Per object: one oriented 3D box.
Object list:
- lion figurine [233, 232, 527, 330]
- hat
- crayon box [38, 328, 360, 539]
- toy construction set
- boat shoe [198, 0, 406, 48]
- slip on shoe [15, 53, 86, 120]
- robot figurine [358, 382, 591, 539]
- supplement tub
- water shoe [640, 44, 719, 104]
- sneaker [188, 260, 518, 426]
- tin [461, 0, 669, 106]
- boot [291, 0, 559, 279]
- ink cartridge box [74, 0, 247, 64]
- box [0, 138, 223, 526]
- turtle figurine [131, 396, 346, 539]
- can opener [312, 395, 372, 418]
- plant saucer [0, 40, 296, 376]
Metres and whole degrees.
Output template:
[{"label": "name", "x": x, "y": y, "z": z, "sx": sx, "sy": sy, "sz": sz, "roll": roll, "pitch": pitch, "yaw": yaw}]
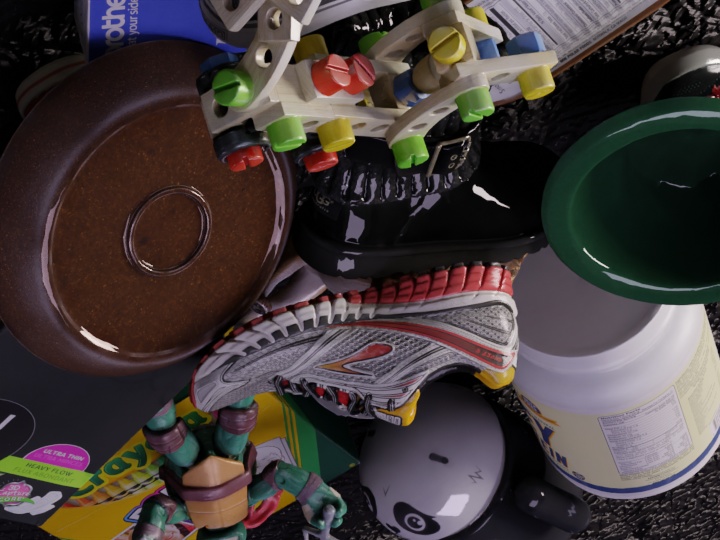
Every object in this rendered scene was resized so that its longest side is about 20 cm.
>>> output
[{"label": "lion figurine", "x": 0.000, "y": 0.000, "z": 1.331, "sx": 0.123, "sy": 0.199, "sz": 0.073, "roll": -54, "pitch": 144, "yaw": -26}, {"label": "hat", "x": 0.203, "y": -0.094, "z": 1.306, "sx": 0.199, "sy": 0.177, "sz": 0.166, "roll": 19, "pitch": 133, "yaw": -20}, {"label": "crayon box", "x": -0.129, "y": 0.132, "z": 1.489, "sx": 0.199, "sy": 0.059, "sz": 0.172, "roll": -31, "pitch": 142, "yaw": 15}, {"label": "toy construction set", "x": -0.006, "y": -0.104, "z": 1.043, "sx": 0.131, "sy": 0.093, "sz": 0.199, "roll": -25, "pitch": 152, "yaw": 34}, {"label": "boat shoe", "x": 0.002, "y": -0.183, "z": 1.102, "sx": 0.199, "sy": 0.070, "sz": 0.066, "roll": -24, "pitch": 149, "yaw": -24}, {"label": "slip on shoe", "x": -0.118, "y": -0.070, "z": 1.233, "sx": 0.074, "sy": 0.062, "sz": 0.199, "roll": -35, "pitch": 140, "yaw": 23}, {"label": "robot figurine", "x": 0.085, "y": 0.162, "z": 1.566, "sx": 0.150, "sy": 0.126, "sz": 0.200, "roll": -32, "pitch": 141, "yaw": 23}, {"label": "supplement tub", "x": 0.173, "y": 0.056, "z": 1.458, "sx": 0.144, "sy": 0.146, "sz": 0.200, "roll": -23, "pitch": 144, "yaw": 5}, {"label": "water shoe", "x": 0.235, "y": -0.067, "z": 1.383, "sx": 0.071, "sy": 0.079, "sz": 0.200, "roll": -21, "pitch": 144, "yaw": 2}, {"label": "sneaker", "x": -0.003, "y": 0.053, "z": 1.214, "sx": 0.198, "sy": 0.083, "sz": 0.078, "roll": -13, "pitch": 173, "yaw": 1}, {"label": "tin", "x": 0.111, "y": -0.167, "z": 1.234, "sx": 0.199, "sy": 0.042, "sz": 0.112, "roll": -33, "pitch": 138, "yaw": 18}, {"label": "boot", "x": 0.061, "y": -0.084, "z": 1.224, "sx": 0.210, "sy": 0.079, "sz": 0.159, "roll": -14, "pitch": 131, "yaw": -38}, {"label": "ink cartridge box", "x": -0.100, "y": -0.194, "z": 1.093, "sx": 0.093, "sy": 0.044, "sz": 0.201, "roll": -8, "pitch": 144, "yaw": -15}, {"label": "box", "x": -0.208, "y": 0.042, "z": 1.281, "sx": 0.148, "sy": 0.125, "sz": 0.200, "roll": 19, "pitch": 129, "yaw": -42}, {"label": "turtle figurine", "x": -0.096, "y": 0.146, "z": 1.394, "sx": 0.149, "sy": 0.101, "sz": 0.201, "roll": -24, "pitch": 128, "yaw": -19}, {"label": "can opener", "x": 0.018, "y": 0.022, "z": 1.434, "sx": 0.053, "sy": 0.067, "sz": 0.201, "roll": 23, "pitch": 127, "yaw": -1}, {"label": "plant saucer", "x": -0.113, "y": -0.026, "z": 1.163, "sx": 0.199, "sy": 0.034, "sz": 0.202, "roll": -17, "pitch": 123, "yaw": -29}]
